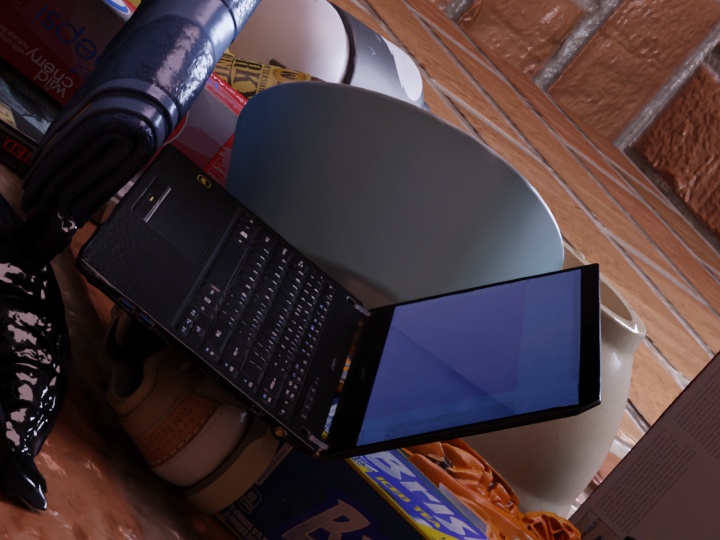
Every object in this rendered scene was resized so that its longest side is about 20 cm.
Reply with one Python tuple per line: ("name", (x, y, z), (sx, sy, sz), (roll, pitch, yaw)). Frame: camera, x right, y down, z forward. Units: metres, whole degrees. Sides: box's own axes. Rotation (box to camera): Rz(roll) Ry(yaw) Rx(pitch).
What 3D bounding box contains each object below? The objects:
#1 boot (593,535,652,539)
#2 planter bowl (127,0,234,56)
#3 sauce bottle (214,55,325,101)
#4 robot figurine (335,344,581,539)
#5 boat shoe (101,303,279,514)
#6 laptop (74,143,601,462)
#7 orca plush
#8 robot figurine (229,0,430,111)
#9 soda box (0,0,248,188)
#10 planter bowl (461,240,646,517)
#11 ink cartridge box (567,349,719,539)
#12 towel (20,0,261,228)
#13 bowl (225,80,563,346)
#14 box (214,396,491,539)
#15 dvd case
("boot", (0.176, 0.174, 0.934), (0.154, 0.073, 0.204), (48, 45, -17))
("planter bowl", (-0.165, -0.208, 1.216), (0.199, 0.084, 0.200), (18, 5, -2))
("sauce bottle", (-0.060, -0.098, 1.187), (0.198, 0.065, 0.065), (10, 16, -4))
("robot figurine", (0.027, 0.106, 0.959), (0.200, 0.058, 0.145), (40, 11, -10))
("boat shoe", (-0.078, 0.029, 0.868), (0.068, 0.075, 0.200), (42, 12, -21))
("laptop", (-0.001, -0.001, 0.829), (0.200, 0.103, 0.177), (40, 18, -7))
("orca plush", (-0.148, 0.001, 0.757), (0.105, 0.071, 0.200), (36, 14, -24))
("robot figurine", (-0.030, -0.140, 1.486), (0.200, 0.149, 0.126), (27, 56, -50))
("soda box", (-0.147, -0.121, 1.099), (0.200, 0.063, 0.070), (40, 11, -17))
("planter bowl", (0.096, 0.046, 1.199), (0.200, 0.135, 0.200), (39, 12, -10))
("ink cartridge box", (0.200, 0.125, 1.094), (0.084, 0.200, 0.175), (43, 13, 14))
("towel", (-0.105, -0.114, 0.986), (0.048, 0.111, 0.201), (40, 45, -13))
("bowl", (0.000, 0.000, 1.024), (0.199, 0.106, 0.201), (22, -26, 11))
("box", (0.034, 0.148, 0.828), (0.200, 0.064, 0.070), (43, 12, 9))
("dvd case", (-0.205, -0.101, 1.048), (0.199, 0.022, 0.146), (33, 15, -31))
